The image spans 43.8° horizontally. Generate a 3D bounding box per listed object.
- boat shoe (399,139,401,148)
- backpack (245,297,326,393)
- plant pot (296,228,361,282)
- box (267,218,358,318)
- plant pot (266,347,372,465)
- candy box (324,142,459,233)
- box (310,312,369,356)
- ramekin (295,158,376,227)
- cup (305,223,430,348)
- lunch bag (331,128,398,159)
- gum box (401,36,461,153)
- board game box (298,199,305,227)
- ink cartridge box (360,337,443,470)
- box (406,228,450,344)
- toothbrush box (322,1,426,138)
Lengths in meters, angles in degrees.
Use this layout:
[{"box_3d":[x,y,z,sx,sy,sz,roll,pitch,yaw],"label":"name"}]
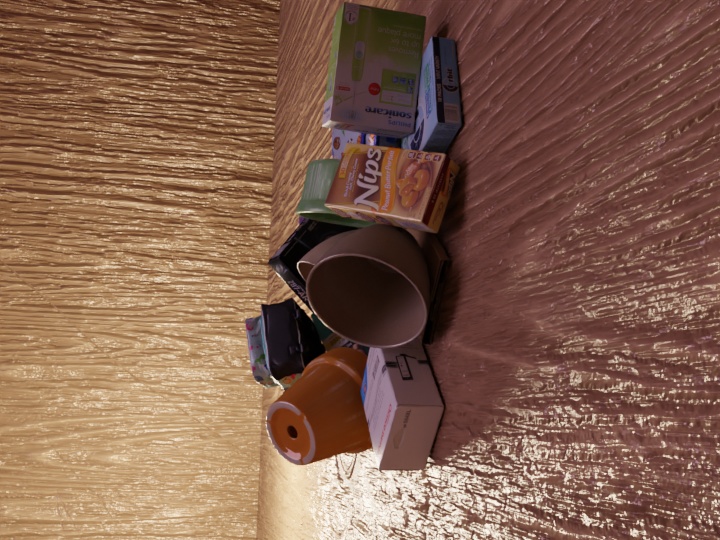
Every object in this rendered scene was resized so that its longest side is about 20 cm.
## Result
[{"box_3d":[0.057,-0.298,1.711,0.069,0.072,0.200,-49,47,45],"label":"boat shoe"},{"box_3d":[-0.147,0.166,1.854,0.200,0.150,0.178,45,-149,-64],"label":"backpack"},{"box_3d":[0.000,0.000,1.687,0.134,0.200,0.200,-51,5,-16],"label":"plant pot"},{"box_3d":[-0.074,-0.027,1.819,0.044,0.160,0.200,-22,24,50],"label":"box"},{"box_3d":[-0.068,0.265,1.659,0.200,0.183,0.200,16,115,37],"label":"plant pot"},{"box_3d":[0.048,-0.134,1.432,0.200,0.055,0.116,13,78,37],"label":"candy box"},{"box_3d":[-0.028,0.147,1.813,0.082,0.049,0.200,-39,50,15],"label":"box"},{"box_3d":[-0.011,-0.136,1.606,0.200,0.200,0.098,177,101,-77],"label":"ramekin"},{"box_3d":[0.029,0.006,1.451,0.143,0.200,0.200,-64,-6,-45],"label":"cup"},{"box_3d":[0.016,-0.287,1.639,0.160,0.076,0.200,9,96,59],"label":"lunch bag"},{"box_3d":[0.114,-0.262,1.509,0.200,0.045,0.170,120,152,-61],"label":"gum box"},{"box_3d":[-0.082,-0.096,1.949,0.200,0.032,0.120,-10,-74,-69],"label":"board game box"},{"box_3d":[0.065,0.215,1.500,0.200,0.084,0.146,-106,24,-55],"label":"ink cartridge box"},{"box_3d":[0.104,0.006,1.528,0.200,0.021,0.164,-111,27,-59],"label":"box"},{"box_3d":[0.022,-0.336,1.519,0.086,0.146,0.200,-167,85,-78],"label":"toothbrush box"}]
